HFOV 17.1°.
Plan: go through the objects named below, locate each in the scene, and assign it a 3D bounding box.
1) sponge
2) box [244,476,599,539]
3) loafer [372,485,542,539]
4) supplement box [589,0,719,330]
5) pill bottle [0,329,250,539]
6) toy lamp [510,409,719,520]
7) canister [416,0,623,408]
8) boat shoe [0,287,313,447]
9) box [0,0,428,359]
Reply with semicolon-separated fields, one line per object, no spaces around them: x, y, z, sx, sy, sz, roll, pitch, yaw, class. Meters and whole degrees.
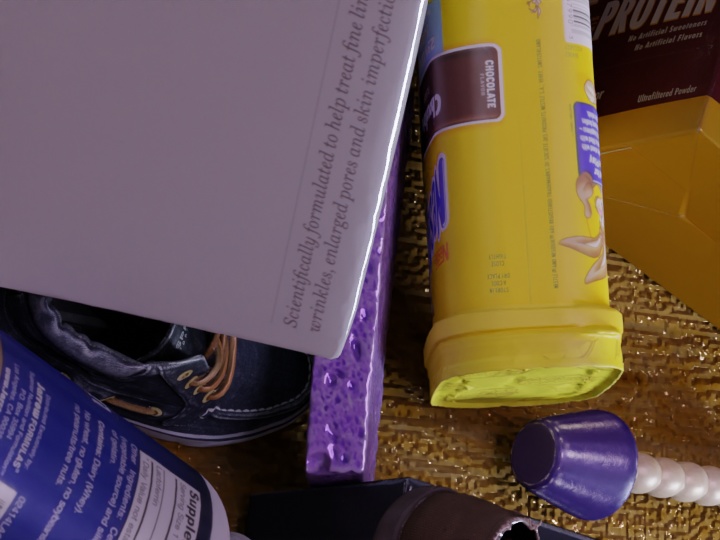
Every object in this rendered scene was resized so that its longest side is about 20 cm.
0.000;0.000;1.081;0.030;0.112;0.201;4;77;4;sponge
0.043;0.214;1.074;0.200;0.123;0.199;22;71;-36;box
0.066;0.183;0.973;0.073;0.071;0.200;-30;102;-38;loafer
0.213;-0.099;1.263;0.197;0.133;0.200;34;63;-32;supplement box
-0.125;0.107;0.951;0.200;0.116;0.116;40;60;-30;pill bottle
0.158;0.108;1.237;0.200;0.058;0.058;16;73;-40;toy lamp
0.070;-0.043;1.126;0.086;0.149;0.201;-3;80;-2;canister
-0.078;0.033;1.019;0.200;0.091;0.071;11;77;-40;boat shoe
-0.078;-0.097;0.902;0.199;0.199;0.131;13;38;-1;box
